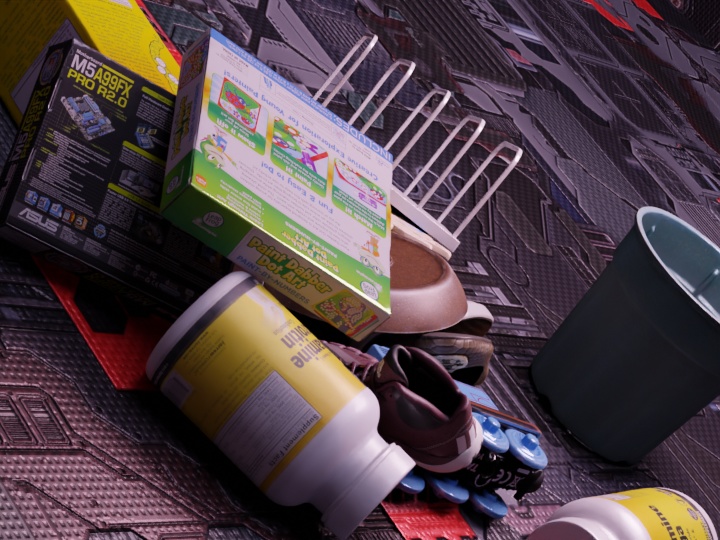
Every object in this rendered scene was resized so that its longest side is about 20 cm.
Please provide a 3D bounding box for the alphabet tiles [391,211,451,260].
[{"bbox_3d":[-0.009,-0.067,1.999,0.195,0.015,0.200,28,6,-32],"label":"alphabet tiles"}]

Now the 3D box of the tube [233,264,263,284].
[{"bbox_3d":[-0.097,-0.043,1.829,0.050,0.077,0.200,44,24,-18],"label":"tube"}]

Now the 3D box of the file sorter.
[{"bbox_3d":[0.045,-0.135,2.108,0.200,0.125,0.139,38,3,-9],"label":"file sorter"}]

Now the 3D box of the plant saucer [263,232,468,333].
[{"bbox_3d":[0.000,0.000,1.834,0.199,0.035,0.200,10,19,-4],"label":"plant saucer"}]

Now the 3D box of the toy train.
[{"bbox_3d":[0.073,0.137,1.759,0.200,0.087,0.114,21,24,-41],"label":"toy train"}]

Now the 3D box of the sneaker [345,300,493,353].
[{"bbox_3d":[0.048,0.033,1.916,0.200,0.073,0.085,5,44,-54],"label":"sneaker"}]

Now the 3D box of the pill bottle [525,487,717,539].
[{"bbox_3d":[0.216,0.245,1.755,0.113,0.112,0.200,51,24,22],"label":"pill bottle"}]

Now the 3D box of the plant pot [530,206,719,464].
[{"bbox_3d":[0.285,0.075,2.068,0.200,0.196,0.200,35,24,-18],"label":"plant pot"}]

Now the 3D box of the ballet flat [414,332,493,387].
[{"bbox_3d":[0.084,0.086,1.846,0.067,0.047,0.200,7,-9,6],"label":"ballet flat"}]

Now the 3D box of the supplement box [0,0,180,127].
[{"bbox_3d":[-0.235,-0.169,1.775,0.109,0.109,0.200,11,38,-51],"label":"supplement box"}]

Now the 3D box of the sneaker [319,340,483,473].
[{"bbox_3d":[0.004,0.081,1.628,0.199,0.116,0.076,19,62,13],"label":"sneaker"}]

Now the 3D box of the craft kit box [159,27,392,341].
[{"bbox_3d":[-0.060,-0.069,1.635,0.200,0.048,0.198,34,32,-25],"label":"craft kit box"}]

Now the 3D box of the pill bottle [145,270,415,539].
[{"bbox_3d":[-0.057,0.104,1.563,0.200,0.112,0.112,44,22,5],"label":"pill bottle"}]

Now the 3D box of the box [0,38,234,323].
[{"bbox_3d":[-0.179,-0.065,1.636,0.200,0.044,0.161,28,69,-30],"label":"box"}]
